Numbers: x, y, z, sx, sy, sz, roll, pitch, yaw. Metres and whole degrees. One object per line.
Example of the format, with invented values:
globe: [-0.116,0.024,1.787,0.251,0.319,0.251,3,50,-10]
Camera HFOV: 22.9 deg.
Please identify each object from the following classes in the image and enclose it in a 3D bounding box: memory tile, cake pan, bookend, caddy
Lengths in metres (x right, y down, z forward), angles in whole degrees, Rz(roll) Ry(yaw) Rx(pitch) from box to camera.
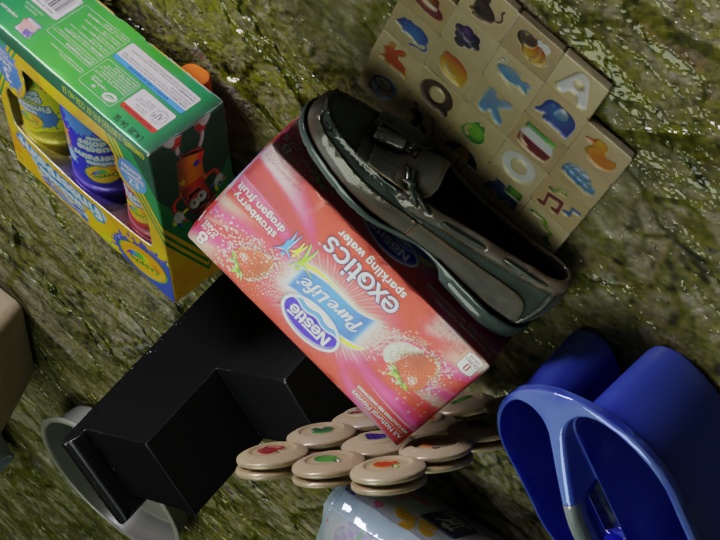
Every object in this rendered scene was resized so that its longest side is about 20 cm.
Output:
memory tile: [0.027,0.112,1.207,0.152,0.199,0.017,2,103,40]
cake pan: [-0.258,0.221,1.903,0.199,0.037,0.201,33,151,21]
bookend: [-0.087,0.106,1.345,0.199,0.199,0.093,5,134,48]
caddy: [0.168,0.136,1.144,0.141,0.105,0.201,12,139,47]

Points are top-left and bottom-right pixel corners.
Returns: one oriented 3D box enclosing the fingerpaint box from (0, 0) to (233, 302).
fingerpaint box: [-0.181,-0.100,1.290,0.200,0.073,0.168,40,153,27]

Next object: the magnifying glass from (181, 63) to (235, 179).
magnifying glass: [-0.114,-0.077,1.320,0.079,0.022,0.201,33,149,23]

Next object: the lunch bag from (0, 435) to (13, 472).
lunch bag: [-0.523,0.221,2.066,0.126,0.200,0.171,22,145,34]

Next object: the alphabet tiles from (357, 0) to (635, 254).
alphabet tiles: [0.077,-0.092,1.062,0.166,0.006,0.200,42,153,5]

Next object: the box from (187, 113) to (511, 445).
box: [0.000,0.000,1.160,0.200,0.096,0.100,45,123,-3]

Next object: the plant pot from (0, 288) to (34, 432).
plant pot: [-0.449,0.090,1.824,0.199,0.177,0.201,34,150,19]

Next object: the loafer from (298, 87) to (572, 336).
loafer: [0.051,-0.046,1.099,0.200,0.072,0.063,43,134,-14]

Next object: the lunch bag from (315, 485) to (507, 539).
lunch bag: [0.062,0.259,1.442,0.169,0.127,0.201,28,158,31]
